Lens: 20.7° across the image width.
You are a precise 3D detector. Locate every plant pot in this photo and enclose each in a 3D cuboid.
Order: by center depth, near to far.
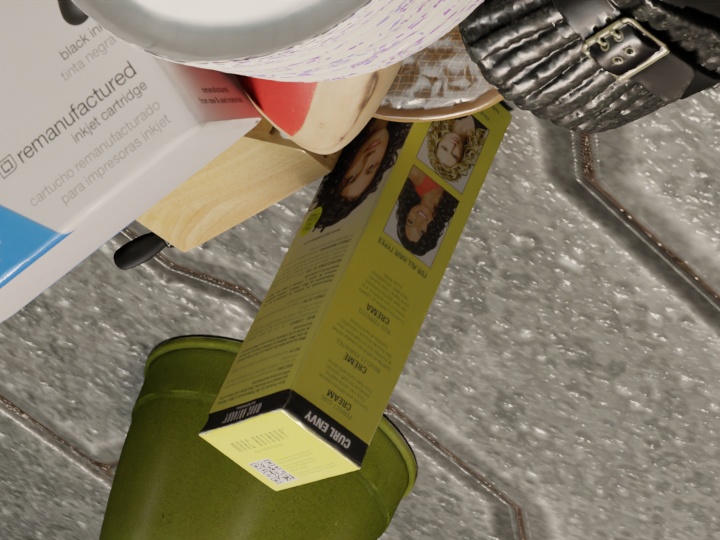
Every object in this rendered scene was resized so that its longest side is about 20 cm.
[{"bbox_3d":[-0.088,0.181,1.284,0.199,0.194,0.201,18,151,10],"label":"plant pot"}]

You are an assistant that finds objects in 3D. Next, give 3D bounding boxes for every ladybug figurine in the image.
[{"bbox_3d":[-0.009,-0.127,0.766,0.071,0.137,0.200,16,147,-7],"label":"ladybug figurine"}]

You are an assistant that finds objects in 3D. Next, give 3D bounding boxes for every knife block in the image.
[{"bbox_3d":[-0.082,-0.053,1.027,0.198,0.064,0.176,13,150,19],"label":"knife block"}]

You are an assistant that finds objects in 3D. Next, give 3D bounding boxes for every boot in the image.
[{"bbox_3d":[0.091,-0.133,0.744,0.157,0.080,0.211,-9,138,45],"label":"boot"}]

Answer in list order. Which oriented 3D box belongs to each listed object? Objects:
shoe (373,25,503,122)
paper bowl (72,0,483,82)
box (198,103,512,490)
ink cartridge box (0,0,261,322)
[{"bbox_3d":[-0.016,-0.112,0.900,0.198,0.053,0.071,9,115,20],"label":"shoe"},{"bbox_3d":[-0.036,-0.166,0.645,0.199,0.203,0.104,4,-179,33],"label":"paper bowl"},{"bbox_3d":[0.000,0.000,0.907,0.050,0.201,0.075,36,148,-22],"label":"box"},{"bbox_3d":[-0.158,-0.097,0.770,0.201,0.146,0.084,54,-166,4],"label":"ink cartridge box"}]
